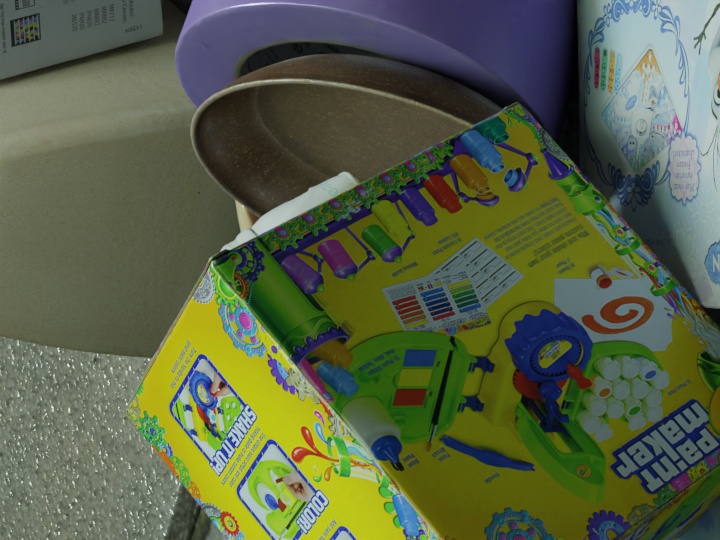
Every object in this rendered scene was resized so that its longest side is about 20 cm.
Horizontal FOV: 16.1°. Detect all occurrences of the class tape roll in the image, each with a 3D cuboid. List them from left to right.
[{"bbox_3d":[0.012,-0.115,1.288,0.200,0.200,0.085,-21,46,55],"label":"tape roll"}]

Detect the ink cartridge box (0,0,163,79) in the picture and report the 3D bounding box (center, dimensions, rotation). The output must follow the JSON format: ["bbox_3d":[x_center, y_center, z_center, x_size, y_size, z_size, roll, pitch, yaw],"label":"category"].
[{"bbox_3d":[-0.207,-0.220,1.619,0.200,0.175,0.084,49,148,43],"label":"ink cartridge box"}]

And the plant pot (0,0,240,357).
[{"bbox_3d":[-0.197,-0.062,1.629,0.200,0.177,0.200,44,132,41],"label":"plant pot"}]

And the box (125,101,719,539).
[{"bbox_3d":[0.043,0.062,1.111,0.193,0.200,0.122,50,139,15],"label":"box"}]

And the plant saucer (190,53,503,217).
[{"bbox_3d":[0.015,-0.056,1.266,0.200,0.200,0.037,-20,46,55],"label":"plant saucer"}]

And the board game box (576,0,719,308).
[{"bbox_3d":[0.157,-0.083,1.163,0.200,0.043,0.200,-175,85,-71],"label":"board game box"}]

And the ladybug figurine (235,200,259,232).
[{"bbox_3d":[-0.009,-0.031,1.445,0.136,0.072,0.200,-51,48,42],"label":"ladybug figurine"}]

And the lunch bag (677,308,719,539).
[{"bbox_3d":[0.165,0.128,1.240,0.200,0.082,0.161,64,145,24],"label":"lunch bag"}]

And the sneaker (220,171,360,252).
[{"bbox_3d":[0.000,0.000,1.274,0.088,0.200,0.075,-45,74,1],"label":"sneaker"}]
